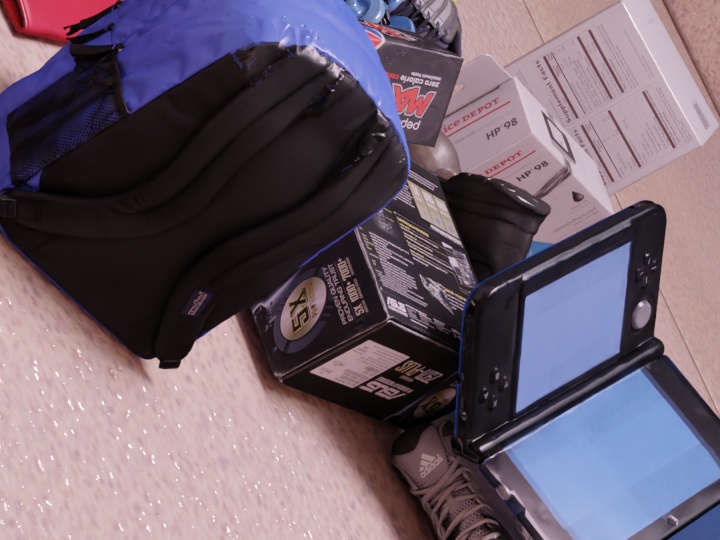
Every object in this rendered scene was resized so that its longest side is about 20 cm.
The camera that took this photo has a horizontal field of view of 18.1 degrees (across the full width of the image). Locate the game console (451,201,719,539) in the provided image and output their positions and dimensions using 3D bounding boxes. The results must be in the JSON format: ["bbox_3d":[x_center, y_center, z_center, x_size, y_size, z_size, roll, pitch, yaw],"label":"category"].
[{"bbox_3d":[0.165,0.075,1.451,0.200,0.118,0.172,-26,129,-42],"label":"game console"}]

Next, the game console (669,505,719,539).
[{"bbox_3d":[0.296,0.196,1.825,0.119,0.199,0.171,59,18,-2],"label":"game console"}]

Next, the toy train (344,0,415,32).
[{"bbox_3d":[-0.024,-0.178,1.662,0.087,0.114,0.201,56,17,-36],"label":"toy train"}]

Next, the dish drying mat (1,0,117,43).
[{"bbox_3d":[-0.174,-0.172,1.400,0.077,0.018,0.200,65,18,9],"label":"dish drying mat"}]

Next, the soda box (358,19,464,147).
[{"bbox_3d":[-0.031,-0.135,1.499,0.199,0.071,0.063,7,18,-39],"label":"soda box"}]

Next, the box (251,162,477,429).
[{"bbox_3d":[0.000,0.000,1.473,0.200,0.086,0.165,26,40,-61],"label":"box"}]

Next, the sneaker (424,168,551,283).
[{"bbox_3d":[0.052,-0.027,1.629,0.076,0.091,0.200,21,-4,-30],"label":"sneaker"}]

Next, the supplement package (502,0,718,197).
[{"bbox_3d":[0.201,-0.140,2.082,0.151,0.199,0.152,60,18,-2],"label":"supplement package"}]

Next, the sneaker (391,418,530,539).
[{"bbox_3d":[0.058,0.159,1.461,0.116,0.075,0.200,52,9,-10],"label":"sneaker"}]

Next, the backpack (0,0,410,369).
[{"bbox_3d":[-0.085,-0.083,1.209,0.162,0.199,0.168,42,25,-42],"label":"backpack"}]

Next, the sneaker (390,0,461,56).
[{"bbox_3d":[0.048,-0.235,2.025,0.200,0.074,0.081,14,52,-64],"label":"sneaker"}]

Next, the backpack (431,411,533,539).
[{"bbox_3d":[0.130,0.116,1.607,0.126,0.166,0.201,-31,95,-53],"label":"backpack"}]

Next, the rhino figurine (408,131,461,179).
[{"bbox_3d":[0.060,-0.057,1.797,0.087,0.060,0.201,18,48,-80],"label":"rhino figurine"}]

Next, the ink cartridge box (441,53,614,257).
[{"bbox_3d":[0.115,-0.086,1.903,0.200,0.115,0.067,39,29,-48],"label":"ink cartridge box"}]
